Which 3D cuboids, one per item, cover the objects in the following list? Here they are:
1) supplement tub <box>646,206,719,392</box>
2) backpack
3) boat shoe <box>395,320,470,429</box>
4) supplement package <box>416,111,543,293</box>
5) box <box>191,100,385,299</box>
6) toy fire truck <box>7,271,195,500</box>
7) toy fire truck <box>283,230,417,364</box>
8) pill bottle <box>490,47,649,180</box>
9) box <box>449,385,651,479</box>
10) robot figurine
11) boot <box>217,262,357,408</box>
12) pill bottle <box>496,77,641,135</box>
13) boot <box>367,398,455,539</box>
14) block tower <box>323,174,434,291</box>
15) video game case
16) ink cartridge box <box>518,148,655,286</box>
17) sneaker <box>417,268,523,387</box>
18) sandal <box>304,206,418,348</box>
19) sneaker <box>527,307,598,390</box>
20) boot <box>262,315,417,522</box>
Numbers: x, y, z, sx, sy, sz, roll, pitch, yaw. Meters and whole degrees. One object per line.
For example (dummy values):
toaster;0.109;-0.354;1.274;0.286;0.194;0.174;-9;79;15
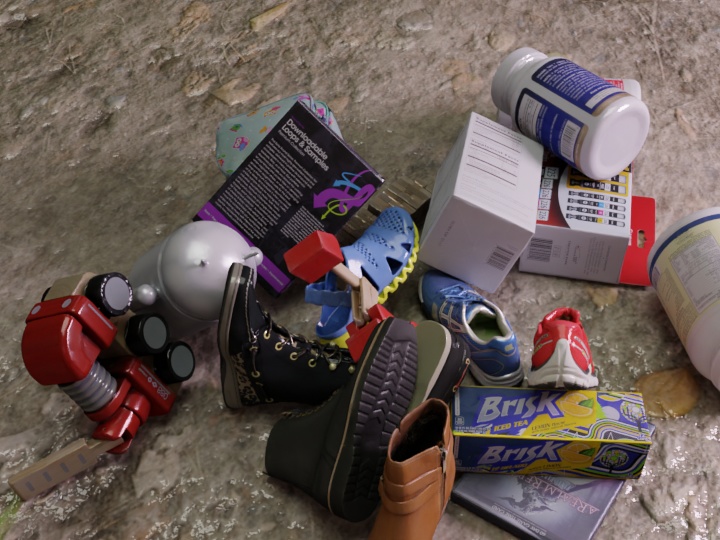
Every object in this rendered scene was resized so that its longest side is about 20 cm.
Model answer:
supplement tub;0.428;0.039;1.107;0.145;0.145;0.200;-6;43;-6
backpack;-0.101;-0.123;1.280;0.175;0.153;0.200;-16;56;10
boat shoe;0.046;0.149;1.001;0.074;0.063;0.202;32;90;44
supplement package;0.154;-0.090;1.225;0.109;0.114;0.200;25;40;-5
box;-0.087;-0.085;1.179;0.143;0.200;0.036;44;12;1
toy fire truck;-0.294;0.128;1.011;0.128;0.176;0.200;-11;42;31
toy fire truck;0.008;0.047;1.064;0.049;0.200;0.141;-36;58;16
pill bottle;0.272;-0.214;1.283;0.116;0.116;0.200;-25;47;-25
box;0.191;0.167;1.004;0.199;0.064;0.070;2;43;3
robot figurine;-0.193;0.011;1.113;0.169;0.200;0.113;-26;90;-38
boot;-0.072;0.077;1.034;0.153;0.204;0.074;5;43;0
pill bottle;0.302;-0.230;1.426;0.199;0.112;0.112;5;43;6
boot;0.040;0.229;0.895;0.077;0.155;0.200;21;47;21
block tower;0.019;-0.051;1.271;0.054;0.058;0.200;36;51;18
video game case;0.207;0.202;1.026;0.143;0.019;0.200;25;47;25
ink cartridge box;0.310;-0.081;1.284;0.175;0.084;0.200;8;43;9
sneaker;0.133;0.053;1.145;0.076;0.077;0.200;-21;44;-19
sandal;0.000;0.000;1.149;0.079;0.087;0.200;5;56;45
sneaker;0.218;0.082;1.028;0.077;0.200;0.085;3;87;9
boot;-0.029;0.135;0.978;0.138;0.077;0.200;10;77;44
